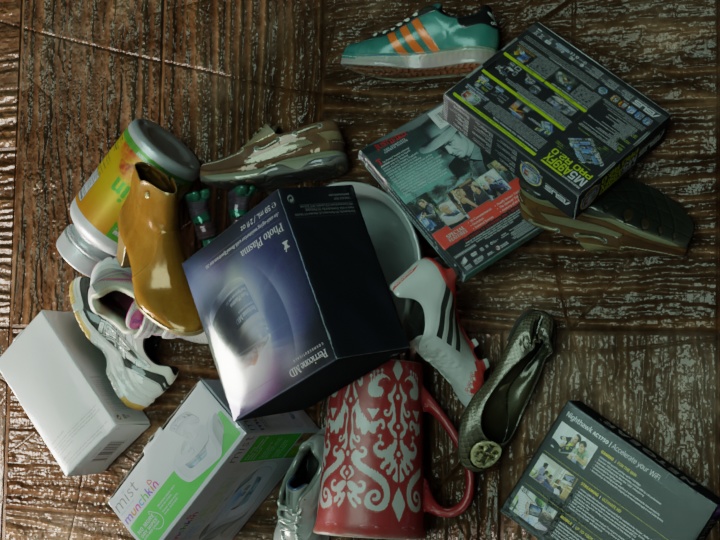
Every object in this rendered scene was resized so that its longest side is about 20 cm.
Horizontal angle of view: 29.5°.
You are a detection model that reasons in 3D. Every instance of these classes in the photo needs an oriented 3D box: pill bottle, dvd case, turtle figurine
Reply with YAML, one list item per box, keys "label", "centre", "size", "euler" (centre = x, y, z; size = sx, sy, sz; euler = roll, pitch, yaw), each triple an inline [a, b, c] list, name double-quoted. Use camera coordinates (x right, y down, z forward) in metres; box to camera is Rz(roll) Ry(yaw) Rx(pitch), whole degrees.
- label: "pill bottle"
  centre: [-0.308, -0.088, 1.785]
  size: [0.111, 0.111, 0.200]
  euler: [46, 106, 22]
- label: "dvd case"
  centre: [0.113, -0.097, 1.572]
  size: [0.145, 0.022, 0.200]
  euler: [-32, 69, -21]
- label: "turtle figurine"
  centre: [-0.155, 0.000, 1.685]
  size: [0.100, 0.149, 0.202]
  euler: [-18, 83, 38]

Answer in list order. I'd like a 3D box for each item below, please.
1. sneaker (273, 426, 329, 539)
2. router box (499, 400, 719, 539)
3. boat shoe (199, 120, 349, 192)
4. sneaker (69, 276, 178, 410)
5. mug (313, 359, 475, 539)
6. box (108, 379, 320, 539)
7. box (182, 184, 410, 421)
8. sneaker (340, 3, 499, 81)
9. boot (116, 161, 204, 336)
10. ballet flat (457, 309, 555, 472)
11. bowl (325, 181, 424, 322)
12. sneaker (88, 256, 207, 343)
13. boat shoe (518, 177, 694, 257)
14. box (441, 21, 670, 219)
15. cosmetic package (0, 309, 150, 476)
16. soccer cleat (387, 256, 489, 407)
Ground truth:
- label: "sneaker"
  centre: [-0.075, 0.285, 1.651]
  size: [0.074, 0.087, 0.202]
  euler: [16, 94, 26]
- label: "router box"
  centre: [0.273, 0.258, 1.491]
  size: [0.199, 0.051, 0.150]
  euler: [35, 100, 25]
- label: "boat shoe"
  centre: [-0.108, -0.144, 1.713]
  size: [0.198, 0.076, 0.073]
  euler: [-8, 79, 17]
- label: "sneaker"
  centre: [-0.308, 0.082, 1.805]
  size: [0.087, 0.076, 0.201]
  euler: [-35, 76, 6]
- label: "mug"
  centre: [0.034, 0.208, 1.600]
  size: [0.133, 0.176, 0.202]
  euler: [-14, 72, 63]
- label: "box"
  centre: [-0.177, 0.233, 1.657]
  size: [0.097, 0.176, 0.200]
  euler: [45, 105, 23]
- label: "box"
  centre: [-0.075, 0.037, 1.521]
  size: [0.200, 0.123, 0.200]
  euler: [-34, 71, 42]
- label: "sneaker"
  centre: [0.072, -0.274, 1.631]
  size: [0.198, 0.071, 0.081]
  euler: [1, 82, 22]
- label: "boot"
  centre: [-0.238, -0.030, 1.657]
  size: [0.201, 0.070, 0.145]
  euler: [46, 133, 37]
- label: "ballet flat"
  centre: [0.170, 0.140, 1.546]
  size: [0.046, 0.067, 0.201]
  euler: [33, 98, 57]
- label: "bowl"
  centre: [0.000, 0.000, 1.631]
  size: [0.199, 0.090, 0.203]
  euler: [-2, 85, 26]
- label: "sneaker"
  centre: [-0.259, 0.054, 1.735]
  size: [0.198, 0.088, 0.082]
  euler: [15, 116, 3]
- label: "boat shoe"
  centre: [0.268, -0.059, 1.513]
  size: [0.199, 0.076, 0.074]
  euler: [22, 137, 14]
- label: "box"
  centre: [0.214, -0.170, 1.510]
  size: [0.160, 0.044, 0.200]
  euler: [-40, 64, -23]
- label: "cosmetic package"
  centre: [-0.386, 0.162, 1.825]
  size: [0.113, 0.081, 0.201]
  euler: [-43, 68, 18]
- label: "soccer cleat"
  centre: [0.086, 0.080, 1.545]
  size: [0.069, 0.085, 0.201]
  euler: [30, 143, 54]
